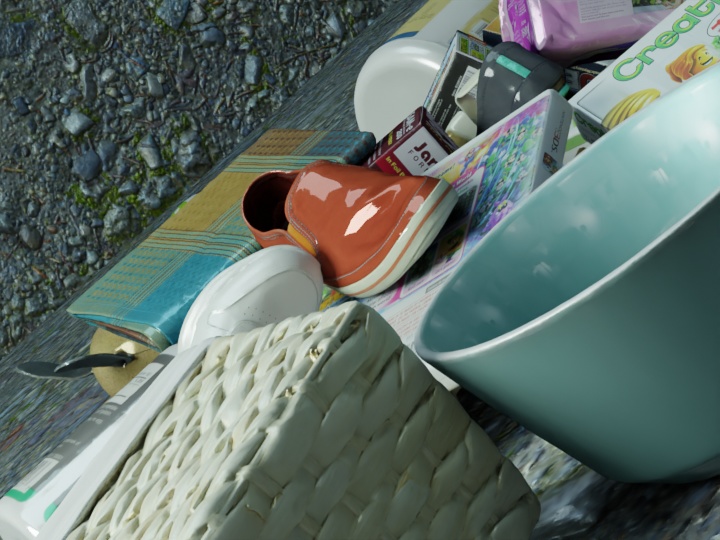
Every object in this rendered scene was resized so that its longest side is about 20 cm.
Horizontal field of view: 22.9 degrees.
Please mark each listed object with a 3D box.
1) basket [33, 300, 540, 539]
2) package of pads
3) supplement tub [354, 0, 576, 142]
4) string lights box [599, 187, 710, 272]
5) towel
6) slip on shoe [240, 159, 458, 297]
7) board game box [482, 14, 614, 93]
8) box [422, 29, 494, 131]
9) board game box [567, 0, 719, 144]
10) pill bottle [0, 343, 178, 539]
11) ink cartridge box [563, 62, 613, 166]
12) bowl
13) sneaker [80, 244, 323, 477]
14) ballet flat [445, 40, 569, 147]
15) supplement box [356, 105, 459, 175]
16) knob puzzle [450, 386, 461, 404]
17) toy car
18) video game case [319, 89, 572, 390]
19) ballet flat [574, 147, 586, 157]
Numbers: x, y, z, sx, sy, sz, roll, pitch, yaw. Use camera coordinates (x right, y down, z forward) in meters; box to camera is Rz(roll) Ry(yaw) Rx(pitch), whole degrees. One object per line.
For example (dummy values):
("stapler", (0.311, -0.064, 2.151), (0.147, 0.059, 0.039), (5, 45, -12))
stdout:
("basket", (-0.038, 0.122, 0.667), (0.123, 0.136, 0.200), (-25, 24, 45))
("package of pads", (0.195, -0.186, 1.179), (0.198, 0.076, 0.121), (-11, -3, -7))
("supplement tub", (0.101, -0.165, 1.457), (0.144, 0.145, 0.200), (-27, 15, 49))
("string lights box", (0.196, -0.045, 0.825), (0.200, 0.059, 0.103), (-37, 9, 10))
("towel", (-0.091, -0.025, 1.168), (0.200, 0.022, 0.146), (-43, 25, -19))
("slip on shoe", (-0.012, -0.030, 0.992), (0.074, 0.061, 0.200), (-55, 23, -14))
("board game box", (0.203, -0.206, 1.368), (0.135, 0.035, 0.200), (21, 49, 30))
("box", (0.045, -0.072, 1.308), (0.110, 0.035, 0.201), (-78, 11, -75))
("board game box", (0.225, -0.119, 0.964), (0.200, 0.035, 0.126), (-40, 40, -7))
("pill bottle", (-0.109, 0.116, 1.056), (0.200, 0.113, 0.113), (-43, 11, -22))
("ink cartridge box", (0.174, -0.094, 1.121), (0.104, 0.059, 0.200), (-47, 12, -33))
("bowl", (0.129, 0.008, 0.700), (0.200, 0.105, 0.201), (-37, 10, 7))
("sneaker", (-0.069, 0.082, 0.948), (0.099, 0.075, 0.201), (25, 81, 50))
("ballet flat", (0.093, -0.095, 1.197), (0.073, 0.073, 0.200), (-42, -13, -17))
("supplement box", (0.000, 0.000, 1.167), (0.200, 0.109, 0.061), (-41, 10, 12))
("knob puzzle", (-0.019, 0.124, 0.937), (0.219, 0.031, 0.220), (-38, 10, 8))
("toy car", (-0.144, 0.036, 1.269), (0.199, 0.159, 0.164), (-18, 2, -28))
("video game case", (0.027, 0.011, 0.965), (0.200, 0.024, 0.183), (-33, 28, 40))
("ballet flat", (0.081, -0.015, 1.075), (0.200, 0.072, 0.068), (-32, 11, 37))
